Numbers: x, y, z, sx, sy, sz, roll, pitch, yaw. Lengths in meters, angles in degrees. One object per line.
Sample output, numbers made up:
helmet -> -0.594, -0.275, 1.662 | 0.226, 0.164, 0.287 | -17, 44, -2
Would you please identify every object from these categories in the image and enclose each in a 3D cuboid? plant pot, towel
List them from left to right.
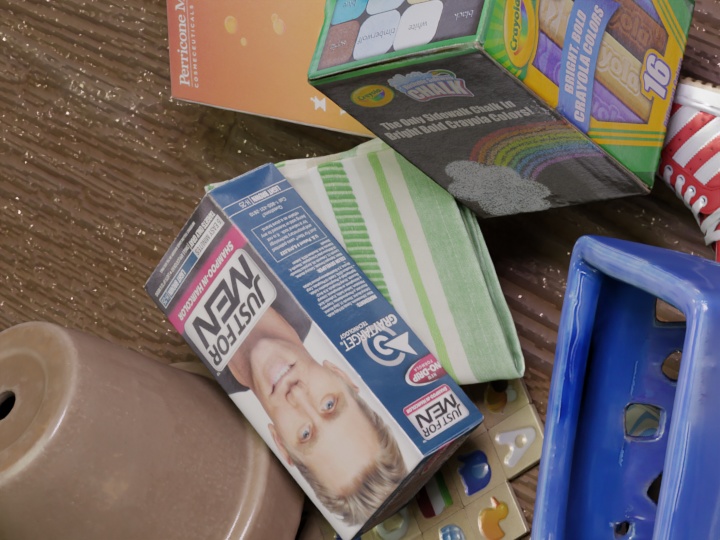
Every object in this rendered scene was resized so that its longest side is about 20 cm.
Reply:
plant pot -> -0.158, 0.119, 1.372 | 0.200, 0.175, 0.201 | -21, 48, 25
towel -> 0.000, 0.000, 1.343 | 0.199, 0.023, 0.153 | -10, 102, 45
plant pot -> 0.199, 0.098, 1.104 | 0.200, 0.179, 0.201 | -136, 52, -75

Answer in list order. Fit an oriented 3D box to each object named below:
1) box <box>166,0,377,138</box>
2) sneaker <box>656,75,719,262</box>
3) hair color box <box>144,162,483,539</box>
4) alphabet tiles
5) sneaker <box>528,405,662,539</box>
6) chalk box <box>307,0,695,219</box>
box -> -0.012, -0.171, 1.366 | 0.199, 0.106, 0.153 | 12, 114, 37
sneaker -> 0.191, -0.040, 1.245 | 0.199, 0.071, 0.113 | 18, 88, 35
hair color box -> -0.030, 0.047, 1.334 | 0.200, 0.060, 0.100 | 50, 135, 13
alphabet tiles -> 0.022, 0.114, 1.379 | 0.200, 0.006, 0.167 | -35, 61, 26
sneaker -> 0.121, 0.167, 1.257 | 0.072, 0.072, 0.201 | 32, 104, 27
chalk box -> 0.062, -0.132, 1.194 | 0.124, 0.200, 0.124 | -7, 57, 42
